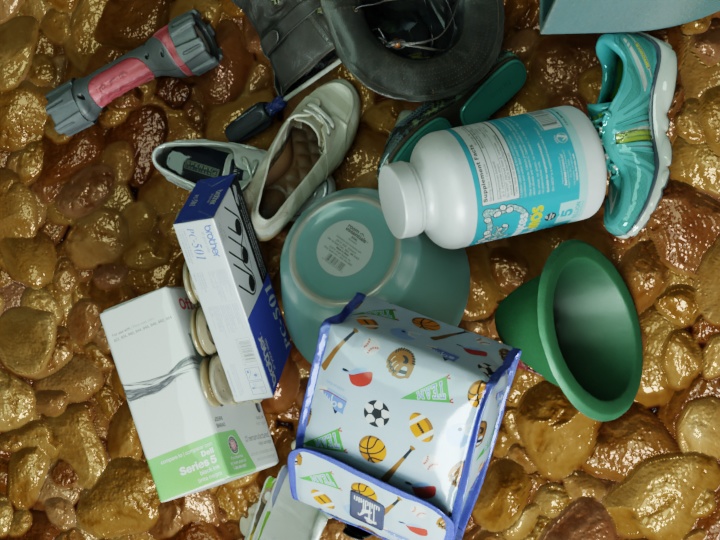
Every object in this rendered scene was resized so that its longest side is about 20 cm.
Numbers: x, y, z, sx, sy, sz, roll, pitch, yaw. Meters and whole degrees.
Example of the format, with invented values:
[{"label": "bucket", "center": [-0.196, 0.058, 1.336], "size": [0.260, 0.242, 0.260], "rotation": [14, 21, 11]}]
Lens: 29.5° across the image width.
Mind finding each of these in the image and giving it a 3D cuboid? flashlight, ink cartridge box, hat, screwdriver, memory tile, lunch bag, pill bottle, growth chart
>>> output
[{"label": "flashlight", "center": [-0.248, -0.208, 1.477], "size": [0.199, 0.068, 0.068], "rotation": [-27, 83, 13]}, {"label": "ink cartridge box", "center": [-0.121, 0.018, 1.327], "size": [0.044, 0.094, 0.201], "rotation": [-8, 118, 15]}, {"label": "hat", "center": [0.149, 0.064, 1.321], "size": [0.175, 0.200, 0.166], "rotation": [-15, 38, 40]}, {"label": "ink cartridge box", "center": [-0.173, 0.122, 1.399], "size": [0.084, 0.145, 0.201], "rotation": [-21, 83, 15]}, {"label": "screwdriver", "center": [-0.068, -0.185, 1.411], "size": [0.199, 0.029, 0.028], "rotation": [-30, 92, 35]}, {"label": "memory tile", "center": [-0.139, 0.037, 1.384], "size": [0.017, 0.153, 0.202], "rotation": [-12, 82, 17]}, {"label": "hat", "center": [0.045, -0.255, 1.339], "size": [0.199, 0.081, 0.202], "rotation": [1, 83, -10]}, {"label": "lunch bag", "center": [0.032, 0.148, 1.217], "size": [0.169, 0.124, 0.201], "rotation": [21, 111, 16]}, {"label": "pill bottle", "center": [0.121, -0.084, 1.277], "size": [0.199, 0.111, 0.112], "rotation": [-13, 83, -16]}, {"label": "growth chart", "center": [-0.081, 0.273, 1.396], "size": [0.145, 0.018, 0.201], "rotation": [37, 104, 53]}]

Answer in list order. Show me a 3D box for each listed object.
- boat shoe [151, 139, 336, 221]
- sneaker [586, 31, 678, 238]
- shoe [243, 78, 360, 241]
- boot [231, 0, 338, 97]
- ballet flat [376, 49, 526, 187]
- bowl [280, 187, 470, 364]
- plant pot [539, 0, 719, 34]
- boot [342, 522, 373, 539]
[{"label": "boat shoe", "center": [-0.126, -0.096, 1.434], "size": [0.198, 0.065, 0.074], "rotation": [8, 90, 17]}, {"label": "sneaker", "center": [0.247, -0.130, 1.304], "size": [0.079, 0.077, 0.202], "rotation": [8, 81, -24]}, {"label": "shoe", "center": [-0.057, -0.117, 1.386], "size": [0.070, 0.053, 0.201], "rotation": [31, 71, 1]}, {"label": "boot", "center": [-0.056, -0.299, 1.417], "size": [0.200, 0.069, 0.175], "rotation": [-43, 76, 31]}, {"label": "ballet flat", "center": [0.078, -0.149, 1.348], "size": [0.200, 0.074, 0.074], "rotation": [-40, 76, -18]}, {"label": "bowl", "center": [0.000, 0.000, 1.341], "size": [0.199, 0.105, 0.202], "rotation": [-7, 67, 16]}, {"label": "plant pot", "center": [0.281, -0.334, 1.240], "size": [0.198, 0.196, 0.197], "rotation": [5, 72, -4]}, {"label": "boot", "center": [0.057, 0.174, 1.330], "size": [0.077, 0.138, 0.201], "rotation": [25, 95, 16]}]
